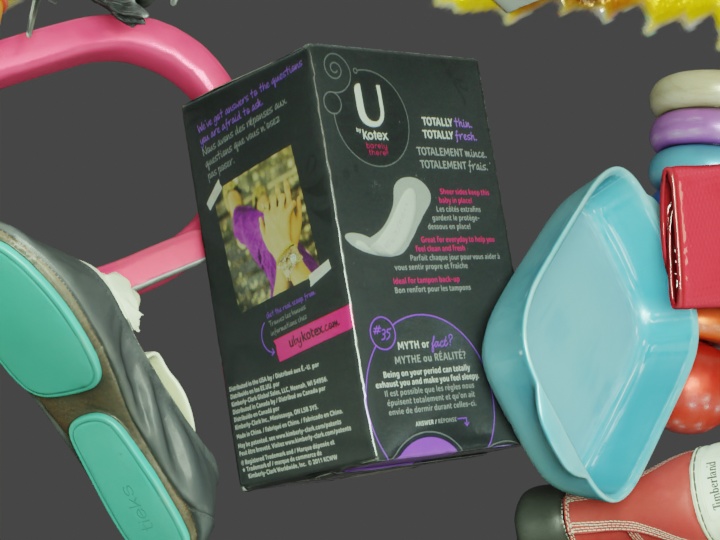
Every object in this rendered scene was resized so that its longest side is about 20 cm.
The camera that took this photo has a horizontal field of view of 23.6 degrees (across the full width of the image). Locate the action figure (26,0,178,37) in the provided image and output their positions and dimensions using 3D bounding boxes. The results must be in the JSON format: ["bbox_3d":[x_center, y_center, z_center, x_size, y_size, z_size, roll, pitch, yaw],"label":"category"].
[{"bbox_3d":[-0.100,-0.195,0.876,0.200,0.119,0.102,-30,135,-28],"label":"action figure"}]

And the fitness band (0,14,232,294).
[{"bbox_3d":[-0.148,-0.051,0.872,0.199,0.037,0.144,-21,84,-24],"label":"fitness band"}]

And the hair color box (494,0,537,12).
[{"bbox_3d":[0.045,-0.233,0.932,0.200,0.101,0.061,40,75,-16],"label":"hair color box"}]

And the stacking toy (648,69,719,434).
[{"bbox_3d":[0.197,-0.007,0.972,0.085,0.085,0.201,10,80,-18],"label":"stacking toy"}]

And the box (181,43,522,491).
[{"bbox_3d":[0.000,0.000,0.861,0.122,0.106,0.201,-1,78,-43],"label":"box"}]

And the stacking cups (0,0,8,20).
[{"bbox_3d":[-0.204,-0.077,0.815,0.060,0.060,0.201,15,67,-17],"label":"stacking cups"}]

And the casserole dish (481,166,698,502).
[{"bbox_3d":[0.116,0.032,0.869,0.121,0.039,0.200,61,38,-19],"label":"casserole dish"}]

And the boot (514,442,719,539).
[{"bbox_3d":[0.168,0.148,0.934,0.200,0.144,0.073,33,48,-51],"label":"boot"}]

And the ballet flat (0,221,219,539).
[{"bbox_3d":[-0.124,0.048,0.822,0.073,0.073,0.200,-39,115,-23],"label":"ballet flat"}]

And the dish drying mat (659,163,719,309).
[{"bbox_3d":[0.247,-0.023,0.953,0.199,0.018,0.077,-5,92,-29],"label":"dish drying mat"}]
